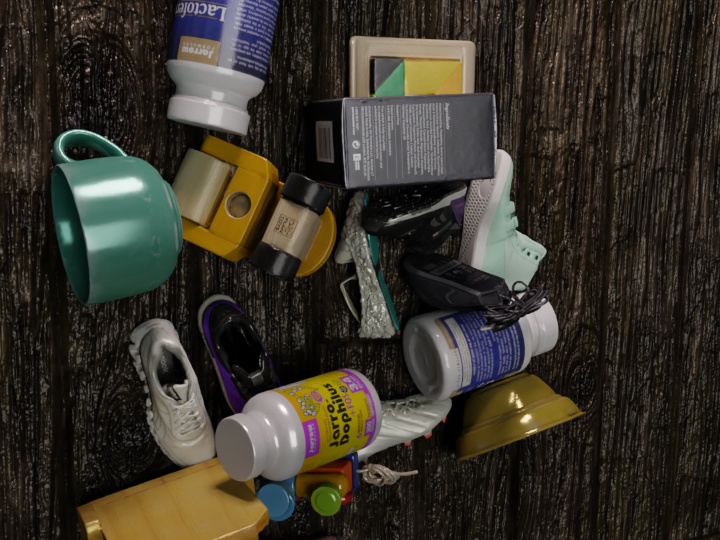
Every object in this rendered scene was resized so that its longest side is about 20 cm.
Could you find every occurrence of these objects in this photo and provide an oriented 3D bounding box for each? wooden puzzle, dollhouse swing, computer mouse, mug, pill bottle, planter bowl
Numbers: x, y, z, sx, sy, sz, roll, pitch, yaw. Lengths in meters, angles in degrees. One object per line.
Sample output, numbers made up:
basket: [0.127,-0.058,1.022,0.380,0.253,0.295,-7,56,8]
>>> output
wooden puzzle: [0.074,-0.214,1.216,0.198,0.037,0.187,-4,100,-27]
dollhouse swing: [-0.203,0.329,1.056,0.198,0.176,0.183,-15,122,-25]
computer mouse: [0.137,0.033,1.209,0.138,0.199,0.053,-21,126,-47]
mug: [-0.266,-0.064,1.001,0.113,0.152,0.187,-12,103,-28]
pill bottle: [0.170,0.096,1.266,0.198,0.119,0.121,-15,105,-23]
pill bottle: [-0.073,0.188,1.091,0.199,0.104,0.105,-12,104,-45]
pill bottle: [-0.158,-0.264,1.045,0.115,0.115,0.202,9,94,-28]
planter bowl: [0.209,0.198,1.290,0.199,0.200,0.084,-16,77,-24]

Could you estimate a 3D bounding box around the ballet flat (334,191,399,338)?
ballet flat: [0.000,0.000,1.200,0.071,0.072,0.202,-19,104,-23]

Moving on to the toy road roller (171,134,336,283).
toy road roller: [-0.125,-0.064,1.109,0.198,0.146,0.124,24,87,10]

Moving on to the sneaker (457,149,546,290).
sneaker: [0.209,-0.066,1.285,0.117,0.074,0.203,5,106,-21]

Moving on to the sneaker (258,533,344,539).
sneaker: [-0.068,0.382,1.220,0.200,0.075,0.085,40,81,-36]

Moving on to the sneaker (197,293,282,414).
sneaker: [-0.137,0.130,1.125,0.069,0.099,0.201,-31,110,-17]

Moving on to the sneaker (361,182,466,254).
sneaker: [0.078,-0.056,1.195,0.199,0.075,0.089,-22,117,-47]

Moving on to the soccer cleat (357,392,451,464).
soccer cleat: [0.037,0.204,1.246,0.199,0.069,0.078,-23,110,-19]

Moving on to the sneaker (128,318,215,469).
sneaker: [-0.222,0.160,1.101,0.075,0.081,0.202,-25,110,-23]

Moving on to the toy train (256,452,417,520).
toy train: [-0.030,0.270,1.152,0.198,0.116,0.086,0,101,7]

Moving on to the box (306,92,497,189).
box: [0.048,-0.161,1.117,0.198,0.148,0.106,-5,100,-19]
